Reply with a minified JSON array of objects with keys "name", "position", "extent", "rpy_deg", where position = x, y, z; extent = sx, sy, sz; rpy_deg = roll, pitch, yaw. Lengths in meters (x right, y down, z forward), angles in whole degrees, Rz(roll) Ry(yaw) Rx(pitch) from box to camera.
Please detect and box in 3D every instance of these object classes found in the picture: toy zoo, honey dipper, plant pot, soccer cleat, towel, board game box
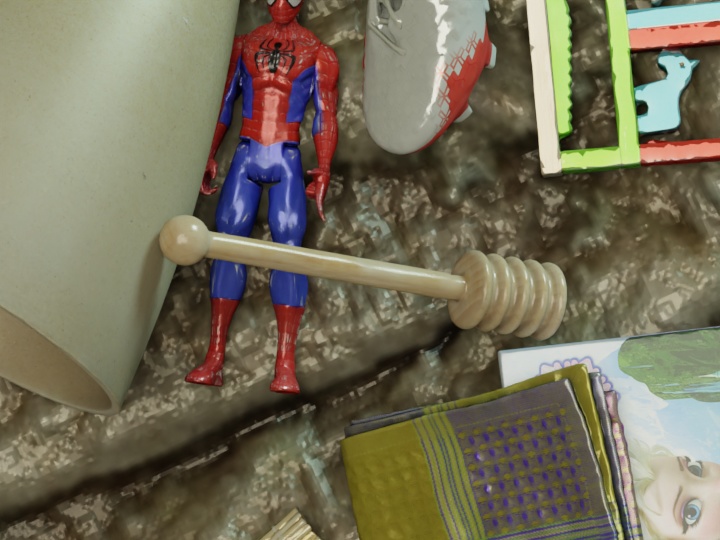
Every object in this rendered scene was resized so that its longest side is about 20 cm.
[{"name":"toy zoo","position":[0.178,-0.118,1.353],"extent":[0.199,0.020,0.132],"rpy_deg":[-5,87,6]},{"name":"honey dipper","position":[0.000,0.000,1.311],"extent":[0.199,0.038,0.038],"rpy_deg":[10,89,-25]},{"name":"plant pot","position":[-0.144,-0.067,1.320],"extent":[0.187,0.187,0.200],"rpy_deg":[27,76,6]},{"name":"soccer cleat","position":[0.030,-0.155,1.331],"extent":[0.068,0.085,0.201],"rpy_deg":[14,86,37]},{"name":"towel","position":[0.065,0.151,1.318],"extent":[0.143,0.023,0.201],"rpy_deg":[-12,85,28]},{"name":"board game box","position":[0.172,0.124,1.334],"extent":[0.199,0.041,0.201],"rpy_deg":[-7,87,6]}]

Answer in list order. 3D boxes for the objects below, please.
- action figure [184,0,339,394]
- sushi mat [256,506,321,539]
[{"name":"action figure","position":[-0.044,-0.044,1.363],"extent":[0.065,0.052,0.201],"rpy_deg":[5,86,10]},{"name":"sushi mat","position":[-0.076,0.213,1.371],"extent":[0.200,0.012,0.096],"rpy_deg":[-41,85,3]}]
